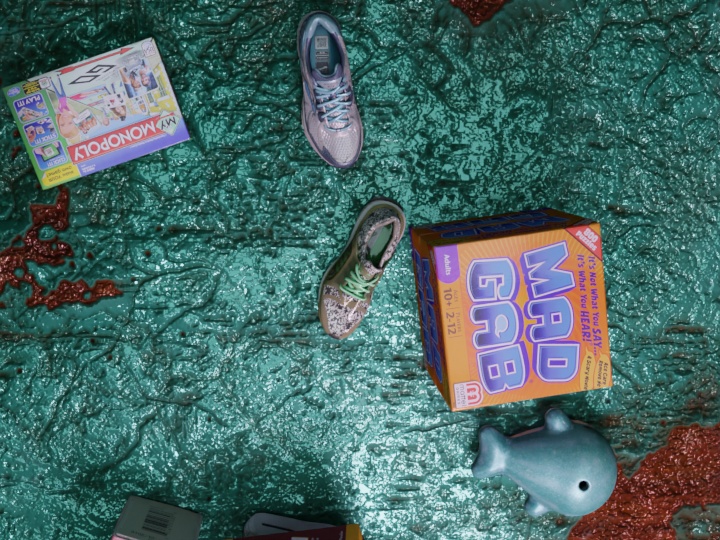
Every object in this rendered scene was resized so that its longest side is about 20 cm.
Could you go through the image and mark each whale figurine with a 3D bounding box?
[{"bbox_3d":[0.257,0.271,1.199,0.199,0.104,0.160,12,99,-7],"label":"whale figurine"}]

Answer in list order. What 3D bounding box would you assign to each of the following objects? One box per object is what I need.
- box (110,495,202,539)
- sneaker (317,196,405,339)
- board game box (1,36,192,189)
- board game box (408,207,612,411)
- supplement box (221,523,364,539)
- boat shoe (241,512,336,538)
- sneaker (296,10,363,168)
[{"bbox_3d":[-0.296,0.427,1.163,0.108,0.128,0.201,18,97,-7],"label":"box"},{"bbox_3d":[0.000,0.000,1.137,0.077,0.089,0.201,22,97,-9],"label":"sneaker"},{"bbox_3d":[-0.331,-0.199,1.103,0.199,0.029,0.135,-20,100,-2],"label":"board game box"},{"bbox_3d":[0.182,0.039,1.104,0.199,0.200,0.201,-8,100,-4],"label":"board game box"},{"bbox_3d":[-0.074,0.453,1.128,0.196,0.133,0.201,-10,127,10],"label":"supplement box"},{"bbox_3d":[-0.074,0.397,1.215,0.199,0.072,0.071,22,118,-8],"label":"boat shoe"},{"bbox_3d":[-0.044,-0.226,1.095,0.077,0.086,0.201,-13,100,-2],"label":"sneaker"}]
